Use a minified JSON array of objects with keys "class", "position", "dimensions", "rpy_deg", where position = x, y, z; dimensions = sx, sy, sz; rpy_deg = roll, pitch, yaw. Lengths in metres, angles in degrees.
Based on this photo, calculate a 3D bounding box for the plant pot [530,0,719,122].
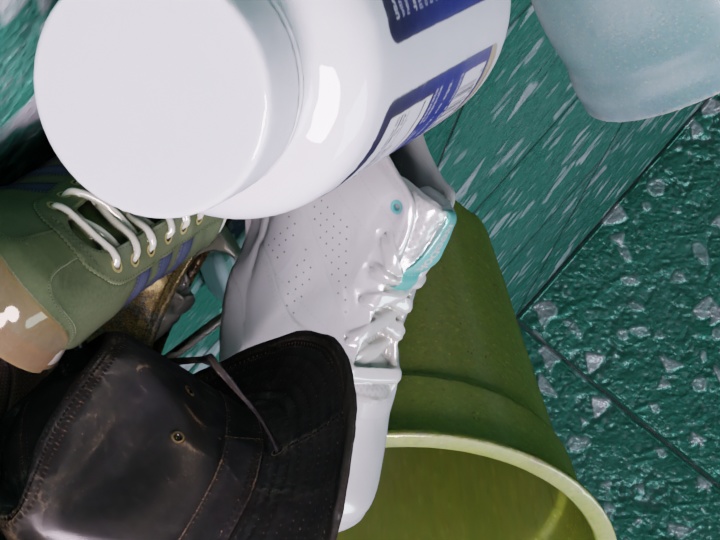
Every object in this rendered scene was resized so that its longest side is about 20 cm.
[{"class":"plant pot","position":[0.140,-0.176,1.075],"dimensions":[0.200,0.134,0.200],"rpy_deg":[-33,-163,11]}]

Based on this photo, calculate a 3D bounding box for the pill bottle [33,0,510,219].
[{"class":"pill bottle","position":[-0.029,-0.081,0.880],"dimensions":[0.111,0.111,0.200],"rpy_deg":[-54,172,25]}]

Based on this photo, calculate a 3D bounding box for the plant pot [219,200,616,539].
[{"class":"plant pot","position":[0.006,0.064,1.171],"dimensions":[0.190,0.200,0.200],"rpy_deg":[-94,-153,-42]}]

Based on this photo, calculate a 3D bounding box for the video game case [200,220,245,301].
[{"class":"video game case","position":[-0.019,-0.071,1.312],"dimensions":[0.182,0.023,0.200],"rpy_deg":[-50,172,-8]}]

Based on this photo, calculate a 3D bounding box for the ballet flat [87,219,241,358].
[{"class":"ballet flat","position":[-0.061,-0.024,1.134],"dimensions":[0.200,0.071,0.071],"rpy_deg":[-52,172,11]}]

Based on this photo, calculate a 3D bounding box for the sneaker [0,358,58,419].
[{"class":"sneaker","position":[-0.186,0.088,0.938],"dimensions":[0.200,0.070,0.076],"rpy_deg":[-52,167,-3]}]

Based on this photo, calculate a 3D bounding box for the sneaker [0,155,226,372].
[{"class":"sneaker","position":[-0.091,-0.024,0.926],"dimensions":[0.090,0.067,0.200],"rpy_deg":[-41,180,8]}]

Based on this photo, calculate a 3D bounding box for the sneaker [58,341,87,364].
[{"class":"sneaker","position":[-0.129,0.079,1.050],"dimensions":[0.088,0.076,0.200],"rpy_deg":[-74,161,-63]}]

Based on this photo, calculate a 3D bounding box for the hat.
[{"class":"hat","position":[-0.089,0.075,0.890],"dimensions":[0.201,0.081,0.201],"rpy_deg":[-34,-154,20]}]

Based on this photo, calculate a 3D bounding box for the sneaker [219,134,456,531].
[{"class":"sneaker","position":[0.000,0.000,0.996],"dimensions":[0.088,0.200,0.075],"rpy_deg":[-8,169,35]}]
